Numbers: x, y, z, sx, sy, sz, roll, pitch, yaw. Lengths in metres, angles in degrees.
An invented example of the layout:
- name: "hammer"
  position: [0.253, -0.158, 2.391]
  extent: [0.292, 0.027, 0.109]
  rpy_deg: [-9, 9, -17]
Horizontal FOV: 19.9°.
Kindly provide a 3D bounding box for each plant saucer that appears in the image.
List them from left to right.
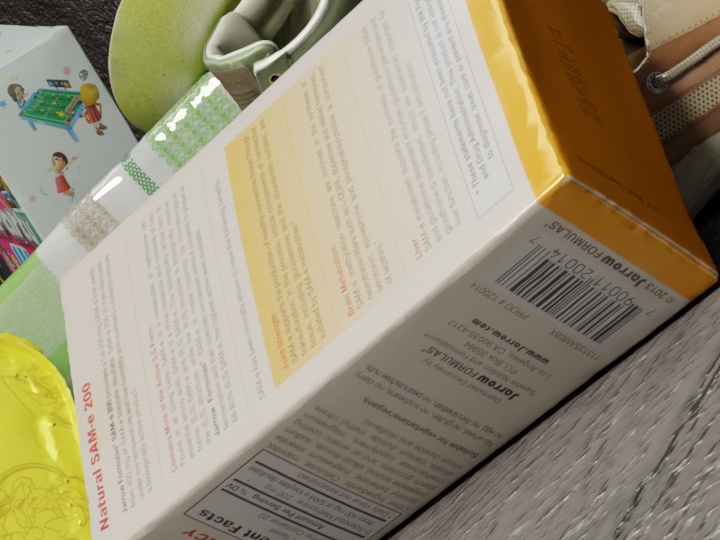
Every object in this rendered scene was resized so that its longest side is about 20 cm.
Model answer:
- name: "plant saucer"
  position: [-0.013, -0.119, 0.848]
  extent: [0.200, 0.031, 0.200]
  rpy_deg: [-35, -24, -18]

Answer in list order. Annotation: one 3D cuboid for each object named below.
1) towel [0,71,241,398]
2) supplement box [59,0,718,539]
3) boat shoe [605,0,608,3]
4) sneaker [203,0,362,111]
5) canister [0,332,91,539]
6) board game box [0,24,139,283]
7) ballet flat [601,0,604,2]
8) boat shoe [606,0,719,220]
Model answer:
- name: "towel"
  position: [-0.038, 0.001, 0.827]
  extent: [0.200, 0.149, 0.031]
  rpy_deg: [-42, 4, 13]
- name: "supplement box"
  position: [0.000, 0.003, 0.638]
  extent: [0.200, 0.074, 0.126]
  rpy_deg: [-40, 42, 26]
- name: "boat shoe"
  position: [0.053, -0.049, 0.928]
  extent: [0.200, 0.068, 0.072]
  rpy_deg: [-37, -19, -5]
- name: "sneaker"
  position: [-0.020, -0.064, 0.740]
  extent: [0.067, 0.090, 0.200]
  rpy_deg: [37, 118, 54]
- name: "canister"
  position: [-0.163, 0.118, 0.850]
  extent: [0.087, 0.149, 0.200]
  rpy_deg: [-16, -7, -20]
- name: "board game box"
  position: [-0.127, -0.014, 0.930]
  extent: [0.064, 0.200, 0.148]
  rpy_deg: [-37, 21, -18]
- name: "ballet flat"
  position: [0.049, -0.053, 0.748]
  extent: [0.067, 0.046, 0.200]
  rpy_deg: [-78, 5, -70]
- name: "boat shoe"
  position: [0.116, -0.073, 0.688]
  extent: [0.200, 0.072, 0.076]
  rpy_deg: [-43, 5, -5]
